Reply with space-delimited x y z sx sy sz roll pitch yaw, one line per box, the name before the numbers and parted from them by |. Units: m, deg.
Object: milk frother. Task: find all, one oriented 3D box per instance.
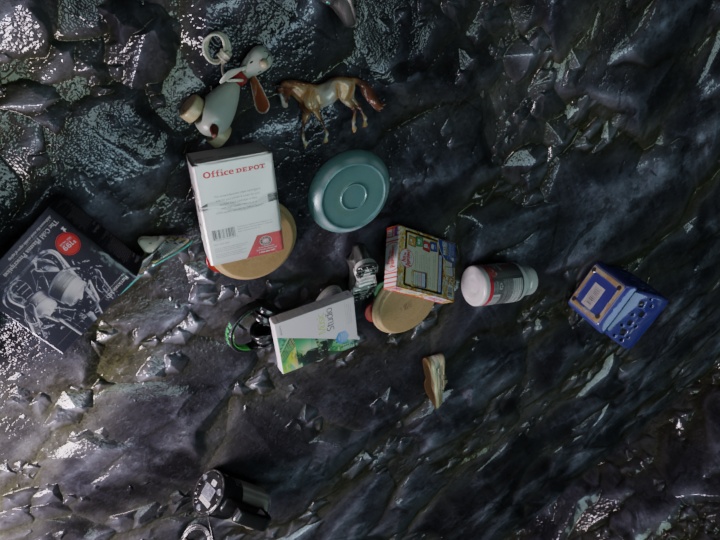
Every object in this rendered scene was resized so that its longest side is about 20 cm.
milk frother | -0.360 0.665 1.624 0.200 0.181 0.188 -47 132 3

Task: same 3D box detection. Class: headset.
headset | -0.209 0.125 1.387 0.200 0.094 0.124 -21 133 -39

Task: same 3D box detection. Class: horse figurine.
horse figurine | -0.056 -0.324 1.180 0.199 0.050 0.133 -19 113 -7

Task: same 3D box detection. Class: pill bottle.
pill bottle | 0.384 0.035 1.665 0.199 0.111 0.111 -4 124 -28

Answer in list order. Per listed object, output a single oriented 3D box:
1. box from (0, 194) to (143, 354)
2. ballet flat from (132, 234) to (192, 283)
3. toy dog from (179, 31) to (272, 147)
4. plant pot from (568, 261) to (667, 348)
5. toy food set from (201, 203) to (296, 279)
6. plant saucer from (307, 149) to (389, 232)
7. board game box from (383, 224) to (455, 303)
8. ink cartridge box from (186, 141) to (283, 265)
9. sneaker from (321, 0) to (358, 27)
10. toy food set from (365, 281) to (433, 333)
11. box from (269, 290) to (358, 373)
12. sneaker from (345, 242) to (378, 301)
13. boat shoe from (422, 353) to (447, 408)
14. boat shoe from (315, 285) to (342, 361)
box | -0.523 0.006 1.072 0.200 0.104 0.182 -45 113 5
ballet flat | -0.422 -0.025 1.176 0.200 0.072 0.072 -36 133 -5
toy dog | -0.228 -0.302 1.068 0.131 0.096 0.201 11 116 -36
plant pot | 0.784 0.098 1.897 0.179 0.200 0.200 20 110 -31
toy food set | -0.230 -0.066 1.270 0.200 0.049 0.198 24 108 -40
plant saucer | -0.019 -0.167 1.339 0.199 0.027 0.201 -16 128 -21
board game box | 0.147 -0.012 1.476 0.199 0.046 0.152 16 71 -37
ink cartridge box | -0.233 -0.127 1.142 0.146 0.083 0.201 -14 121 -19
sneaker | -0.071 -0.504 1.047 0.079 0.076 0.200 -29 127 9
toy food set | 0.107 0.076 1.560 0.198 0.049 0.200 -41 135 -2
box | -0.104 0.142 1.407 0.199 0.036 0.145 -18 124 -20
sneaker | 0.000 0.000 1.440 0.066 0.091 0.200 -13 154 -11
boat shoe | 0.230 0.330 1.814 0.065 0.072 0.201 -21 125 -15
boat shoe | -0.080 0.133 1.485 0.070 0.072 0.201 3 120 -33
